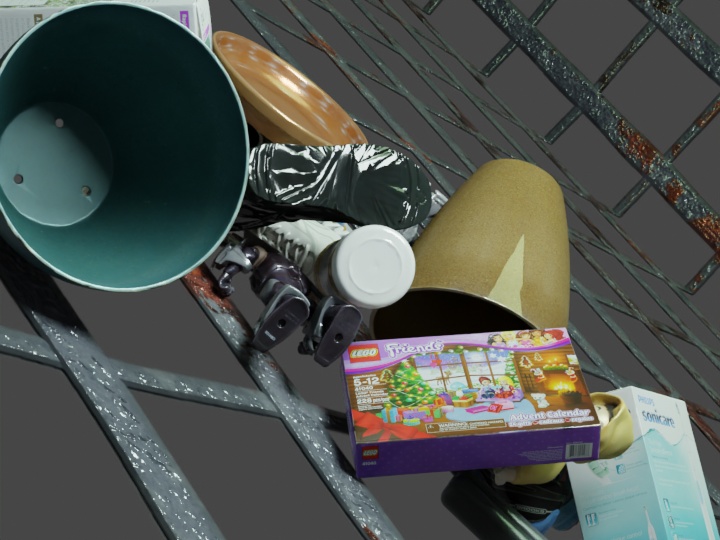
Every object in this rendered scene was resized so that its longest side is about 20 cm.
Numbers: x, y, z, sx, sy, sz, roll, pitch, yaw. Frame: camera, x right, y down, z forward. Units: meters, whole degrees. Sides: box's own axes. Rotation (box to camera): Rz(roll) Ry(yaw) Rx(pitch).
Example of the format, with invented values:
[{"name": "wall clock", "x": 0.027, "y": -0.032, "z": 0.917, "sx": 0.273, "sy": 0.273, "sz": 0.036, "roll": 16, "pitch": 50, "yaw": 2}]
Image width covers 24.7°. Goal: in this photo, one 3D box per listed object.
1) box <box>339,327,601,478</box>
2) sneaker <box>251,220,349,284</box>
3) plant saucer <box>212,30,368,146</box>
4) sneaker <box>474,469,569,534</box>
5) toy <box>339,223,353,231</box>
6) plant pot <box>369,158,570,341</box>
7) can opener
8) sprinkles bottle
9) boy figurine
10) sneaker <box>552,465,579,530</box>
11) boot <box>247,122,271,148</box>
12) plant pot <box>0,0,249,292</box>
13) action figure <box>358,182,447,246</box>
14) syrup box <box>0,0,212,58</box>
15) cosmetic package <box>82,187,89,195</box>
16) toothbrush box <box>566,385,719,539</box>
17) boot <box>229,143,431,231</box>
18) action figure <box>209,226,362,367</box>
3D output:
[{"name": "box", "x": 0.086, "y": 0.106, "z": 1.356, "sx": 0.198, "sy": 0.039, "sz": 0.137, "roll": -4, "pitch": 33, "yaw": -5}, {"name": "sneaker", "x": -0.067, "y": -0.034, "z": 1.590, "sx": 0.081, "sy": 0.075, "sz": 0.200, "roll": -2, "pitch": 44, "yaw": -42}, {"name": "plant saucer", "x": -0.079, "y": -0.168, "z": 1.679, "sx": 0.200, "sy": 0.038, "sz": 0.200, "roll": 36, "pitch": 17, "yaw": -13}, {"name": "sneaker", "x": 0.120, "y": 0.152, "z": 1.493, "sx": 0.071, "sy": 0.083, "sz": 0.200, "roll": 21, "pitch": 25, "yaw": -54}, {"name": "toy", "x": -0.051, "y": -0.080, "z": 1.775, "sx": 0.115, "sy": 0.047, "sz": 0.200, "roll": 48, "pitch": 16, "yaw": 20}, {"name": "plant pot", "x": 0.125, "y": -0.002, "z": 1.570, "sx": 0.186, "sy": 0.186, "sz": 0.201, "roll": 36, "pitch": 53, "yaw": -20}, {"name": "can opener", "x": 0.157, "y": 0.238, "z": 1.394, "sx": 0.200, "sy": 0.067, "sz": 0.053, "roll": 39, "pitch": 14, "yaw": 7}, {"name": "sprinkles bottle", "x": 0.000, "y": 0.000, "z": 1.434, "sx": 0.068, "sy": 0.068, "sz": 0.200, "roll": 41, "pitch": -6, "yaw": -4}, {"name": "boy figurine", "x": 0.134, "y": 0.138, "z": 1.401, "sx": 0.198, "sy": 0.065, "sz": 0.125, "roll": 3, "pitch": 34, "yaw": 5}, {"name": "sneaker", "x": 0.156, "y": 0.157, "z": 1.583, "sx": 0.095, "sy": 0.079, "sz": 0.200, "roll": 30, "pitch": 19, "yaw": -32}, {"name": "boot", "x": -0.121, "y": -0.147, "z": 1.700, "sx": 0.199, "sy": 0.071, "sz": 0.146, "roll": 17, "pitch": 10, "yaw": -18}, {"name": "plant pot", "x": -0.199, "y": -0.083, "z": 1.189, "sx": 0.200, "sy": 0.201, "sz": 0.134, "roll": 35, "pitch": -20, "yaw": -26}, {"name": "action figure", "x": 0.036, "y": -0.030, "z": 1.672, "sx": 0.070, "sy": 0.130, "sz": 0.200, "roll": 59, "pitch": -2, "yaw": 8}, {"name": "syrup box", "x": -0.224, "y": -0.185, "z": 1.348, "sx": 0.198, "sy": 0.082, "sz": 0.079, "roll": 0, "pitch": 19, "yaw": 0}, {"name": "cosmetic package", "x": -0.200, "y": -0.097, "z": 1.393, "sx": 0.105, "sy": 0.071, "sz": 0.200, "roll": 37, "pitch": 16, "yaw": -17}, {"name": "toothbrush box", "x": 0.263, "y": 0.218, "z": 1.513, "sx": 0.146, "sy": 0.085, "sz": 0.201, "roll": 16, "pitch": 59, "yaw": -58}, {"name": "boot", "x": -0.057, "y": -0.067, "z": 1.467, "sx": 0.197, "sy": 0.074, "sz": 0.162, "roll": 6, "pitch": -10, "yaw": -27}, {"name": "action figure", "x": -0.066, "y": 0.026, "z": 1.406, "sx": 0.130, "sy": 0.070, "sz": 0.200, "roll": 30, "pitch": 4, "yaw": -18}]
